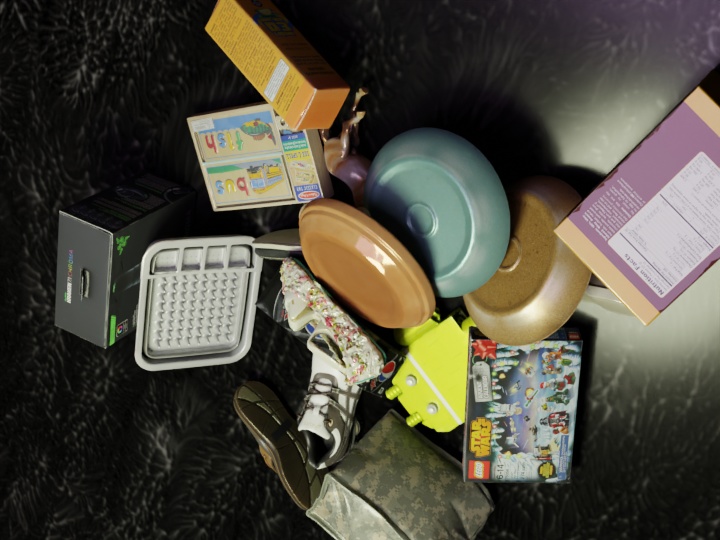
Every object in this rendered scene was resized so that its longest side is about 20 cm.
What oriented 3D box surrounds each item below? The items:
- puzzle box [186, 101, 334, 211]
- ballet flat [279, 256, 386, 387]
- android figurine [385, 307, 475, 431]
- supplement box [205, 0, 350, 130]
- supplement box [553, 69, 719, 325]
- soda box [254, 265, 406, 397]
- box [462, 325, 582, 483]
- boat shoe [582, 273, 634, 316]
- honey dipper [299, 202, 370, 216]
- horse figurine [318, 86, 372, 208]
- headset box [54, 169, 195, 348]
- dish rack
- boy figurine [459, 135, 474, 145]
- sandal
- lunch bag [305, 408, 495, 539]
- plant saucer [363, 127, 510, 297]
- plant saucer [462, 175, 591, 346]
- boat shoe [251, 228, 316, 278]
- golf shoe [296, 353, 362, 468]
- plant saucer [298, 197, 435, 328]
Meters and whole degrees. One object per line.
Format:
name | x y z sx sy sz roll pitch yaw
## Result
puzzle box | -0.131 -0.148 1.611 0.198 0.025 0.135 -4 109 38
ballet flat | -0.049 0.063 1.529 0.200 0.064 0.076 45 160 26
android figurine | 0.115 0.132 1.597 0.199 0.041 0.183 -36 91 34
supplement box | -0.102 -0.257 1.504 0.200 0.066 0.069 48 126 25
supplement box | 0.326 -0.079 1.269 0.133 0.197 0.200 46 113 4
soda box | -0.039 0.078 1.606 0.199 0.071 0.064 36 92 27
box | 0.197 0.167 1.531 0.135 0.040 0.202 0 113 1
boat shoe | 0.247 0.000 1.452 0.198 0.072 0.060 16 79 37
honey dipper | -0.029 -0.068 1.525 0.038 0.038 0.200 66 162 -10
horse figurine | 0.000 -0.133 1.523 0.201 0.050 0.133 55 138 18
headset box | -0.322 -0.017 1.683 0.092 0.200 0.176 21 119 21
dish rack | -0.225 0.037 1.696 0.044 0.170 0.202 48 136 51
boy figurine | 0.081 -0.069 1.507 0.125 0.064 0.201 54 127 35
sandal | -0.116 0.248 1.757 0.201 0.082 0.055 51 142 0
lunch bag | 0.060 0.309 1.621 0.199 0.164 0.118 36 133 13
plant saucer | 0.077 -0.061 1.432 0.198 0.036 0.203 12 111 32
plant saucer | 0.179 -0.015 1.430 0.199 0.035 0.203 -17 66 44
boat shoe | -0.052 -0.015 1.609 0.198 0.072 0.068 6 113 24
golf shoe | -0.042 0.173 1.671 0.077 0.094 0.203 6 112 28
plant saucer | 0.000 0.000 1.475 0.199 0.038 0.201 35 155 18
